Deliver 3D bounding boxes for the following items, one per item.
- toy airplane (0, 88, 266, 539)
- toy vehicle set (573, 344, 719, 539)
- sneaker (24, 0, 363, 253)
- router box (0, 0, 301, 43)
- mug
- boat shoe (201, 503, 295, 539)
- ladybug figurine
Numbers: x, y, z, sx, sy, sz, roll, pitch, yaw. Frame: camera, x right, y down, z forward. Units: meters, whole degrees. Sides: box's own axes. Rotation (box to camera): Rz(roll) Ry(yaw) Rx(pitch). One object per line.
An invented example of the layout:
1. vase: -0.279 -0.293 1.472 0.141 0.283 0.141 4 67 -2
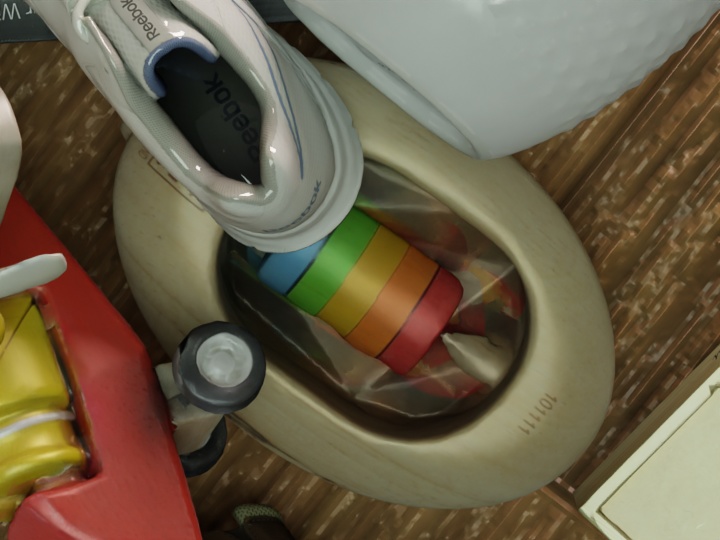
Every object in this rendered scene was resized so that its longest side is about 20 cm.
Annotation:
1. toy airplane: -0.144 0.013 0.989 0.141 0.199 0.200 -35 124 -27
2. toy vehicle set: 0.191 0.056 1.085 0.124 0.027 0.200 43 99 -6
3. sneaker: -0.073 -0.094 0.973 0.074 0.087 0.200 -42 85 5
4. router box: -0.103 -0.156 1.040 0.199 0.051 0.150 -4 102 2
5. mug: 0.041 -0.147 0.975 0.200 0.148 0.175 39 87 -4
6. boat shoe: -0.039 0.117 1.063 0.202 0.075 0.075 8 62 15
7. ladybug figurine: 0.000 0.000 1.057 0.200 0.072 0.136 39 99 -6
